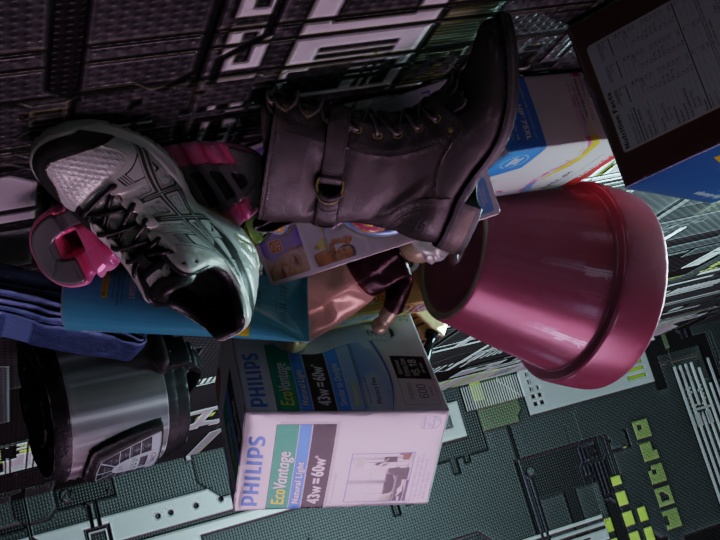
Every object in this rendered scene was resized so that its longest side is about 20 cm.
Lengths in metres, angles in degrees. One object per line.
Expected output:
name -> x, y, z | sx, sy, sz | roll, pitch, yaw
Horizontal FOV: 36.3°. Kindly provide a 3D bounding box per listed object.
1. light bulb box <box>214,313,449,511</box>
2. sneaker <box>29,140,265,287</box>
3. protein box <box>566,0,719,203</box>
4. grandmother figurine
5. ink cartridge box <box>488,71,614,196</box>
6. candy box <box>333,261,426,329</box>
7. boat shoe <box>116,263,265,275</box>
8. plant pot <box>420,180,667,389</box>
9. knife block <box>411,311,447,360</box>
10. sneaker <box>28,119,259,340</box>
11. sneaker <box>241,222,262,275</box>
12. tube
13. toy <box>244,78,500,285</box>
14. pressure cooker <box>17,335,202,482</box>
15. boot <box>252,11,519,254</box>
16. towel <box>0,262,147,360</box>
light bulb box -> -0.037, 0.130, 1.113 | 0.198, 0.199, 0.126 | 1, 121, -15
sneaker -> -0.161, -0.053, 0.871 | 0.199, 0.080, 0.095 | -18, -171, 9
protein box -> 0.303, -0.155, 0.837 | 0.199, 0.136, 0.198 | -25, 165, 34
grandmother figurine -> 0.000, 0.000, 1.018 | 0.199, 0.122, 0.061 | -28, -153, 21
ink cartridge box -> 0.168, -0.120, 0.970 | 0.199, 0.068, 0.116 | -10, 166, -30
candy box -> 0.039, -0.014, 1.142 | 0.199, 0.118, 0.056 | -10, 166, -27
boat shoe -> -0.162, 0.014, 1.073 | 0.199, 0.063, 0.073 | -3, 117, -36
plant pot -> 0.164, 0.003, 1.059 | 0.178, 0.202, 0.200 | 12, 156, -23
knife block -> 0.075, 0.056, 1.351 | 0.199, 0.177, 0.064 | -4, 163, -44
sneaker -> -0.144, -0.026, 0.768 | 0.076, 0.088, 0.200 | -39, 124, 23
sneaker -> -0.115, -0.012, 0.976 | 0.076, 0.089, 0.200 | -21, 176, 8
tube -> -0.141, 0.028, 0.899 | 0.198, 0.078, 0.051 | 2, 138, -6
toy -> 0.000, -0.065, 0.867 | 0.198, 0.116, 0.047 | -17, -167, 11
pressure cooker -> -0.281, 0.140, 1.272 | 0.199, 0.180, 0.176 | -9, -164, -30
boot -> 0.013, -0.103, 0.789 | 0.173, 0.201, 0.069 | 13, -157, -7
towel -> -0.283, 0.037, 0.957 | 0.198, 0.049, 0.112 | 13, 158, -19
